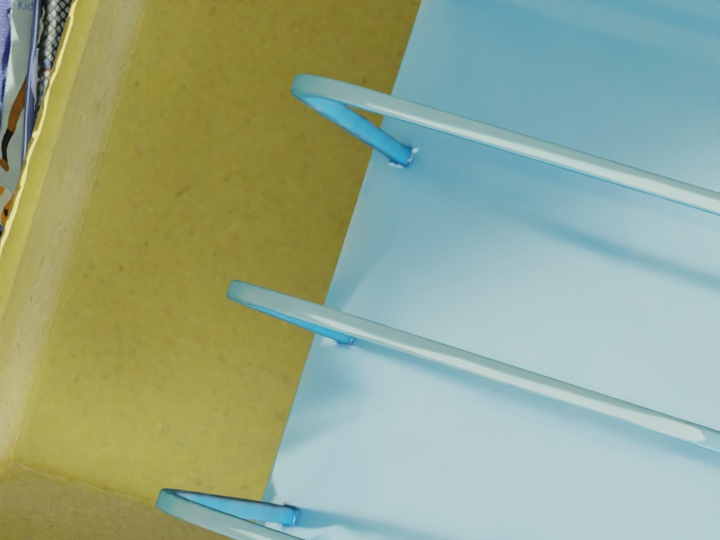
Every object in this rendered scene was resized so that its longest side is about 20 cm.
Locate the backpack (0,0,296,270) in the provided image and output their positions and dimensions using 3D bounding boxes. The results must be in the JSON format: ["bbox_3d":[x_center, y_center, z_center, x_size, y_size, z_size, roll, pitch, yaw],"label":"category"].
[{"bbox_3d":[-0.092,-0.105,0.838,0.200,0.153,0.192,13,92,58],"label":"backpack"}]

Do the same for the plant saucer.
[{"bbox_3d":[0.000,0.000,0.760,0.199,0.048,0.201,18,88,-21],"label":"plant saucer"}]

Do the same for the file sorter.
[{"bbox_3d":[0.055,-0.017,0.658,0.138,0.123,0.201,17,87,16],"label":"file sorter"}]
